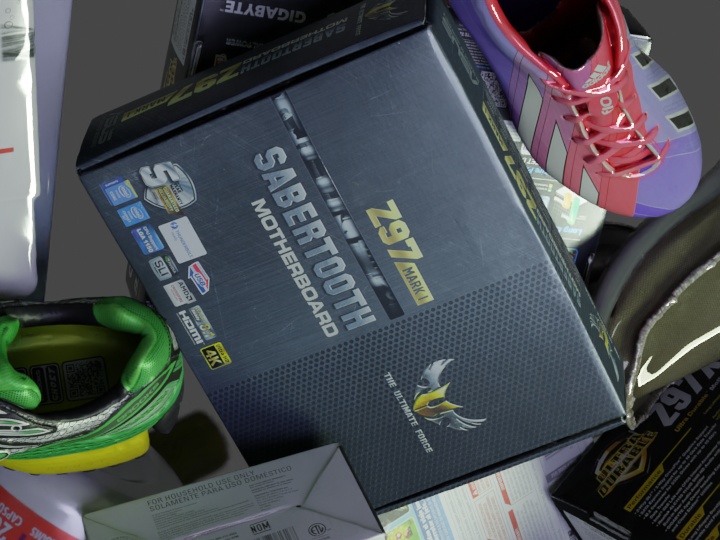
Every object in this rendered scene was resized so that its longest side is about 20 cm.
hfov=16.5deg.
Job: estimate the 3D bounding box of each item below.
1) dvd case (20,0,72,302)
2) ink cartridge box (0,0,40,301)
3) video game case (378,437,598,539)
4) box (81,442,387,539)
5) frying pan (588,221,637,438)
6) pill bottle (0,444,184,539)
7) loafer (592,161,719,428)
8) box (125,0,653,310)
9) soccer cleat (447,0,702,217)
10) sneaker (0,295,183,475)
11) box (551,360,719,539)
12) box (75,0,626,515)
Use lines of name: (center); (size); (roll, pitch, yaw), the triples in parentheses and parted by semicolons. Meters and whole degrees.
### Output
dvd case: (-0.190, -0.069, 1.006); (0.142, 0.018, 0.201); (-2, 116, -22)
ink cartridge box: (-0.186, -0.086, 0.948); (0.115, 0.068, 0.201); (-7, 117, -18)
video game case: (0.028, 0.135, 1.139); (0.199, 0.018, 0.144); (-30, 121, -19)
box: (-0.045, 0.178, 1.042); (0.116, 0.060, 0.201); (-16, 129, -12)
frying pan: (0.073, 0.035, 1.161); (0.189, 0.031, 0.116); (-3, 114, -23)
pill bottle: (-0.165, 0.153, 1.073); (0.112, 0.113, 0.201); (26, 103, -30)
loafer: (0.168, -0.003, 1.103); (0.200, 0.069, 0.075); (-47, 153, -19)
box: (0.011, -0.047, 1.067); (0.198, 0.046, 0.160); (6, 113, -16)
soccer cleat: (0.088, -0.078, 0.988); (0.067, 0.077, 0.200); (-36, 129, 2)
sneaker: (-0.166, 0.047, 0.967); (0.199, 0.078, 0.085); (-16, 159, -13)
box: (0.206, 0.069, 1.122); (0.200, 0.159, 0.049); (-48, 126, -13)
box: (0.000, 0.000, 1.010); (0.157, 0.051, 0.201); (-21, 117, 14)
